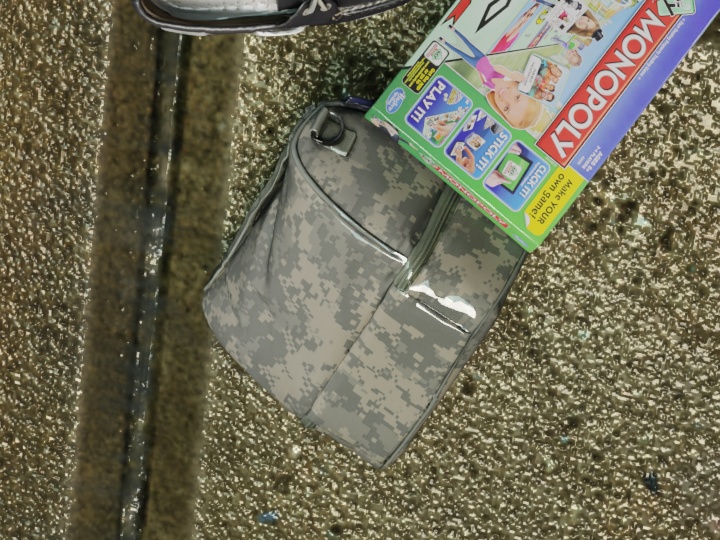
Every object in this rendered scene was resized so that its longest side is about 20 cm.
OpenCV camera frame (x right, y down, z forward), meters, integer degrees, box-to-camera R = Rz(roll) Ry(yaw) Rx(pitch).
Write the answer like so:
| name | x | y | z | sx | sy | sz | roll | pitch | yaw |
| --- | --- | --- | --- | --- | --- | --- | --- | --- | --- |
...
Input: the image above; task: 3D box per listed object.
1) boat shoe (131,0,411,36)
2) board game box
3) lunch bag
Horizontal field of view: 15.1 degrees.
| name | x | y | z | sx | sy | sz | roll | pitch | yaw |
| --- | --- | --- | --- | --- | --- | --- | --- | --- | --- |
| boat shoe | -0.050 | -0.186 | 1.742 | 0.198 | 0.060 | 0.074 | 1 | 116 | 12 |
| board game box | 0.115 | -0.131 | 1.682 | 0.134 | 0.029 | 0.200 | 38 | 78 | -2 |
| lunch bag | 0.000 | 0.000 | 1.735 | 0.167 | 0.140 | 0.200 | 30 | 136 | -4 |
